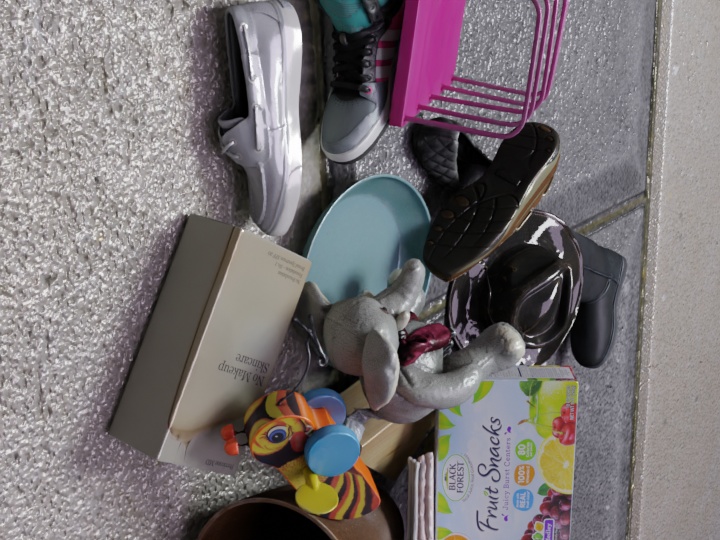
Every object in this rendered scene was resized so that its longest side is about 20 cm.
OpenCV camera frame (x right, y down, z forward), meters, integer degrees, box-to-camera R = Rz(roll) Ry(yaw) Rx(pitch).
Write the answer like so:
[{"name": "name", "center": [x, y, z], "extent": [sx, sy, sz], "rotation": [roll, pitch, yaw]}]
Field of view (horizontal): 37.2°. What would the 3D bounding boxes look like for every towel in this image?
[{"name": "towel", "center": [0.058, 0.308, 1.086], "extent": [0.192, 0.032, 0.203], "rotation": [84, 8, -62]}]

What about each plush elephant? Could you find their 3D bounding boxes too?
[{"name": "plush elephant", "center": [0.025, 0.060, 0.973], "extent": [0.200, 0.164, 0.156], "rotation": [-43, 145, -16]}]

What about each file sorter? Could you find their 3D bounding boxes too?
[{"name": "file sorter", "center": [0.121, -0.216, 1.011], "extent": [0.200, 0.123, 0.141], "rotation": [-48, 149, -62]}]

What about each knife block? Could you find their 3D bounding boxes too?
[{"name": "knife block", "center": [0.047, 0.124, 1.119], "extent": [0.177, 0.064, 0.200], "rotation": [-57, 154, -6]}]

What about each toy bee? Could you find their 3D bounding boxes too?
[{"name": "toy bee", "center": [-0.059, 0.138, 0.907], "extent": [0.107, 0.131, 0.203], "rotation": [-21, 104, -2]}]

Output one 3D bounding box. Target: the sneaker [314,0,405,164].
[{"name": "sneaker", "center": [-0.007, -0.209, 0.963], "extent": [0.121, 0.083, 0.203], "rotation": [39, 65, -53]}]

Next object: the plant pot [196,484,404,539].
[{"name": "plant pot", "center": [-0.035, 0.283, 1.044], "extent": [0.199, 0.184, 0.190], "rotation": [-16, 116, -63]}]

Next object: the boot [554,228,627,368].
[{"name": "boot", "center": [0.269, 0.033, 1.381], "extent": [0.199, 0.065, 0.168], "rotation": [18, 81, -53]}]

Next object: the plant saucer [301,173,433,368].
[{"name": "plant saucer", "center": [0.000, 0.000, 1.081], "extent": [0.198, 0.036, 0.203], "rotation": [-20, 118, -44]}]

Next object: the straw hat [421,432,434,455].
[{"name": "straw hat", "center": [0.112, 0.219, 1.196], "extent": [0.084, 0.200, 0.205], "rotation": [3, 101, -28]}]

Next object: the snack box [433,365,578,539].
[{"name": "snack box", "center": [0.145, 0.199, 1.091], "extent": [0.053, 0.140, 0.204], "rotation": [-81, 171, -75]}]

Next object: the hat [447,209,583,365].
[{"name": "hat", "center": [0.199, 0.028, 1.243], "extent": [0.197, 0.081, 0.204], "rotation": [-3, 97, -22]}]

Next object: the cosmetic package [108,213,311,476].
[{"name": "cosmetic package", "center": [-0.128, 0.065, 0.927], "extent": [0.103, 0.072, 0.203], "rotation": [24, 84, -51]}]

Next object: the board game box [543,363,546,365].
[{"name": "board game box", "center": [0.165, 0.213, 1.337], "extent": [0.133, 0.044, 0.204], "rotation": [-7, 108, -48]}]

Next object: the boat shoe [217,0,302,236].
[{"name": "boat shoe", "center": [-0.089, -0.127, 0.916], "extent": [0.067, 0.072, 0.203], "rotation": [-7, 116, -25]}]

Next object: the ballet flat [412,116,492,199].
[{"name": "ballet flat", "center": [0.124, -0.102, 1.174], "extent": [0.199, 0.056, 0.067], "rotation": [33, 78, -49]}]

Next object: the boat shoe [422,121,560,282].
[{"name": "boat shoe", "center": [0.149, -0.064, 1.142], "extent": [0.200, 0.075, 0.074], "rotation": [-47, 150, -10]}]
